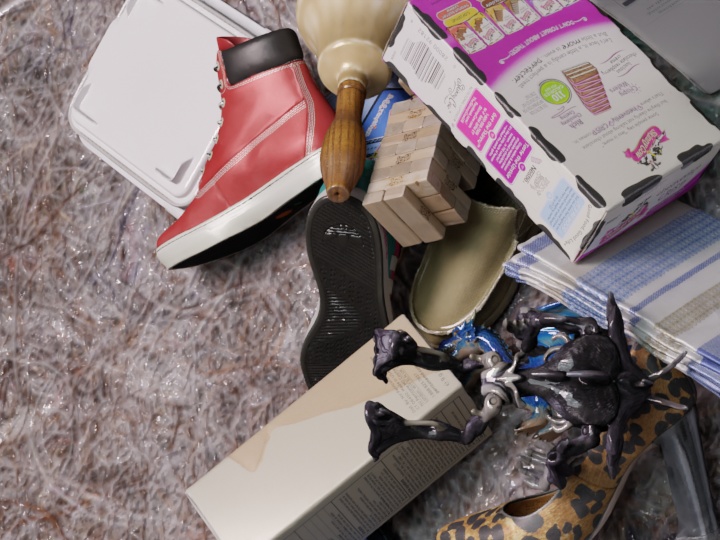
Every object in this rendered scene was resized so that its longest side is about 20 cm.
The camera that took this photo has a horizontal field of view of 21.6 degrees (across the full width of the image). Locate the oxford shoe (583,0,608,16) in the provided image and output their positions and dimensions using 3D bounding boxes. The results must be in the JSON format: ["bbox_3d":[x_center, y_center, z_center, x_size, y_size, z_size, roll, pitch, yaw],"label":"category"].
[{"bbox_3d":[0.126,-0.237,1.383,0.075,0.070,0.201,-42,47,11],"label":"oxford shoe"}]

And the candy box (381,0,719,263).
[{"bbox_3d":[0.130,-0.116,1.278,0.200,0.136,0.061,48,142,18],"label":"candy box"}]

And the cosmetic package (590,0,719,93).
[{"bbox_3d":[0.204,-0.255,1.255,0.122,0.200,0.201,-31,62,21],"label":"cosmetic package"}]

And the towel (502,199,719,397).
[{"bbox_3d":[0.210,0.009,1.235,0.199,0.146,0.024,30,134,35],"label":"towel"}]

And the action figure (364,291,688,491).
[{"bbox_3d":[0.105,0.075,1.192,0.198,0.102,0.120,0,78,8],"label":"action figure"}]

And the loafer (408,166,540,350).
[{"bbox_3d":[0.089,-0.036,1.358,0.076,0.067,0.201,34,97,36],"label":"loafer"}]

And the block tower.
[{"bbox_3d":[0.059,-0.115,1.344,0.054,0.058,0.201,-11,50,36],"label":"block tower"}]

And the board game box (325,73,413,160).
[{"bbox_3d":[0.054,-0.138,1.439,0.199,0.019,0.104,-36,59,22],"label":"board game box"}]

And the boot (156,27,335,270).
[{"bbox_3d":[-0.104,-0.098,1.478,0.199,0.072,0.145,-33,79,30],"label":"boot"}]

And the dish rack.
[{"bbox_3d":[-0.160,-0.150,1.576,0.200,0.043,0.173,36,100,36],"label":"dish rack"}]

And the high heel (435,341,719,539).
[{"bbox_3d":[0.132,0.120,1.256,0.198,0.071,0.144,-11,102,19],"label":"high heel"}]

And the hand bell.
[{"bbox_3d":[-0.008,-0.121,1.351,0.104,0.104,0.201,-23,37,28],"label":"hand bell"}]

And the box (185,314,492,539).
[{"bbox_3d":[-0.014,0.135,1.333,0.199,0.095,0.078,-38,57,-4],"label":"box"}]

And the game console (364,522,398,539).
[{"bbox_3d":[-0.048,0.257,1.347,0.171,0.118,0.200,-46,57,16],"label":"game console"}]

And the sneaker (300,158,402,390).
[{"bbox_3d":[0.000,0.000,1.400,0.083,0.121,0.202,11,126,12],"label":"sneaker"}]

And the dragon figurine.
[{"bbox_3d":[0.143,0.054,1.303,0.199,0.059,0.100,-27,64,28],"label":"dragon figurine"}]
